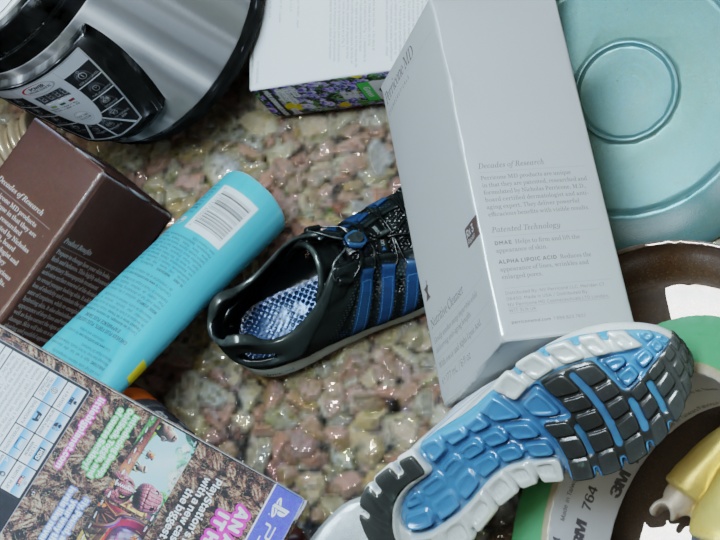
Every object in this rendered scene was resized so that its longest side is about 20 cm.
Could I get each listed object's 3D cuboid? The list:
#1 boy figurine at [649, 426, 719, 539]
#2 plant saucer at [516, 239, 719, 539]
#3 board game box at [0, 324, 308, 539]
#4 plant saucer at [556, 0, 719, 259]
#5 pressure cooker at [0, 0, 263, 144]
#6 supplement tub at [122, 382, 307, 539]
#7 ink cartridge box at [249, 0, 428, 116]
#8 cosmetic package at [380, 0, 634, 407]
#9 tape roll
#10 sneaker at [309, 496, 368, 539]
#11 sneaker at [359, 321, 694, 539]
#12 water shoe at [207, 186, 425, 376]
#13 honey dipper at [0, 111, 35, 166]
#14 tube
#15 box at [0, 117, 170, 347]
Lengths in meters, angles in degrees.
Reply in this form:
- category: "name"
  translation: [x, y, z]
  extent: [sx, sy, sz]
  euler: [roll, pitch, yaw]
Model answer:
- category: "boy figurine"
  translation: [0.217, 0.125, 0.833]
  extent: [0.123, 0.064, 0.202]
  euler: [24, 88, 29]
- category: "plant saucer"
  translation: [0.178, 0.084, 0.907]
  extent: [0.198, 0.032, 0.203]
  euler: [-5, 75, 17]
- category: "board game box"
  translation: [-0.154, 0.149, 0.810]
  extent: [0.198, 0.097, 0.160]
  euler: [29, 59, 2]
- category: "plant saucer"
  translation: [0.161, -0.104, 0.964]
  extent: [0.198, 0.027, 0.203]
  euler: [-5, 76, 19]
- category: "pressure cooker"
  translation: [-0.181, -0.188, 0.993]
  extent: [0.178, 0.199, 0.177]
  euler: [40, 98, 43]
- category: "supplement tub"
  translation: [-0.133, 0.139, 0.963]
  extent: [0.199, 0.107, 0.107]
  euler: [37, 90, 23]
- category: "ink cartridge box"
  translation: [0.030, -0.166, 1.009]
  extent: [0.197, 0.050, 0.110]
  euler: [-5, 71, 19]
- category: "cosmetic package"
  translation: [0.077, -0.040, 0.890]
  extent: [0.080, 0.113, 0.202]
  euler: [-6, 69, -18]
- category: "tape roll"
  translation: [0.157, 0.124, 0.801]
  extent: [0.200, 0.048, 0.202]
  euler: [-40, 34, 35]
- category: "sneaker"
  translation: [-0.038, 0.225, 0.902]
  extent: [0.200, 0.100, 0.071]
  euler: [-45, 58, -14]
- category: "sneaker"
  translation: [0.087, 0.078, 0.843]
  extent: [0.199, 0.087, 0.075]
  euler: [-32, 96, 26]
- category: "water shoe"
  translation: [0.000, 0.000, 0.965]
  extent: [0.199, 0.079, 0.072]
  euler: [-35, 69, 8]
- category: "honey dipper"
  translation: [-0.303, -0.051, 1.113]
  extent: [0.198, 0.038, 0.038]
  euler: [-25, 69, 16]
- category: "tube"
  translation: [-0.128, 0.020, 0.976]
  extent: [0.077, 0.051, 0.200]
  euler: [18, 53, 43]
- category: "box"
  translation: [-0.221, 0.013, 1.029]
  extent: [0.075, 0.100, 0.201]
  euler: [38, 90, 23]
